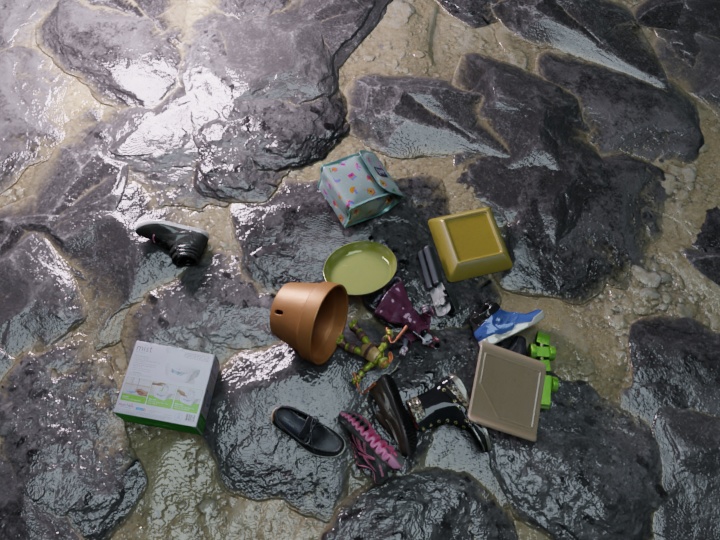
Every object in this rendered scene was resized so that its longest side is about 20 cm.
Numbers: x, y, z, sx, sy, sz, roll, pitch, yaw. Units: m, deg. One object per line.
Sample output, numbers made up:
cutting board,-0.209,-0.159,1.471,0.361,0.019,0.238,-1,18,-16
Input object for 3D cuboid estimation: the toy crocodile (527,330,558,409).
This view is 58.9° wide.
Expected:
toy crocodile,0.461,0.252,1.626,0.066,0.062,0.204,4,69,-3

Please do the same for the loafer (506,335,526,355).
loafer,0.354,0.242,1.612,0.070,0.068,0.202,34,71,3

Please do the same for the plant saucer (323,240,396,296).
plant saucer,0.000,0.000,1.690,0.196,0.031,0.202,-5,45,5

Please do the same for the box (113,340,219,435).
box,-0.456,0.278,1.520,0.196,0.097,0.180,9,64,0

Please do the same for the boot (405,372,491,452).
boot,0.213,0.368,1.546,0.152,0.074,0.206,-23,69,-10

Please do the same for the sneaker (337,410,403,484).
sneaker,0.007,0.419,1.507,0.199,0.079,0.096,41,102,27

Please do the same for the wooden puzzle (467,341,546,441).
wooden puzzle,0.353,0.292,1.541,0.182,0.037,0.203,19,66,-11

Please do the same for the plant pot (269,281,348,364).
plant pot,-0.133,0.116,1.580,0.138,0.201,0.202,15,63,21

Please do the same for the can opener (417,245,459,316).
can opener,0.206,0.031,1.718,0.066,0.052,0.203,3,61,-42

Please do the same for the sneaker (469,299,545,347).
sneaker,0.379,0.116,1.668,0.197,0.077,0.113,-24,78,-7

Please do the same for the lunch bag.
lunch bag,0.005,-0.237,1.785,0.197,0.123,0.172,-23,66,-23

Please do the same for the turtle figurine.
turtle figurine,0.026,0.192,1.593,0.161,0.064,0.202,36,94,32

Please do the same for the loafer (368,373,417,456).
loafer,0.077,0.356,1.548,0.070,0.073,0.203,-29,67,20

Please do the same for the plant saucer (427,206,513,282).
plant saucer,0.309,-0.085,1.774,0.196,0.049,0.203,-12,66,-10

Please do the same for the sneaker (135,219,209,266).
sneaker,-0.508,-0.069,1.692,0.196,0.071,0.101,9,59,-5

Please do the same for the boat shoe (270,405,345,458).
boat shoe,-0.125,0.382,1.516,0.198,0.063,0.075,28,64,8

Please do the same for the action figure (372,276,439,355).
action figure,0.120,0.128,1.651,0.200,0.149,0.134,44,95,-4
